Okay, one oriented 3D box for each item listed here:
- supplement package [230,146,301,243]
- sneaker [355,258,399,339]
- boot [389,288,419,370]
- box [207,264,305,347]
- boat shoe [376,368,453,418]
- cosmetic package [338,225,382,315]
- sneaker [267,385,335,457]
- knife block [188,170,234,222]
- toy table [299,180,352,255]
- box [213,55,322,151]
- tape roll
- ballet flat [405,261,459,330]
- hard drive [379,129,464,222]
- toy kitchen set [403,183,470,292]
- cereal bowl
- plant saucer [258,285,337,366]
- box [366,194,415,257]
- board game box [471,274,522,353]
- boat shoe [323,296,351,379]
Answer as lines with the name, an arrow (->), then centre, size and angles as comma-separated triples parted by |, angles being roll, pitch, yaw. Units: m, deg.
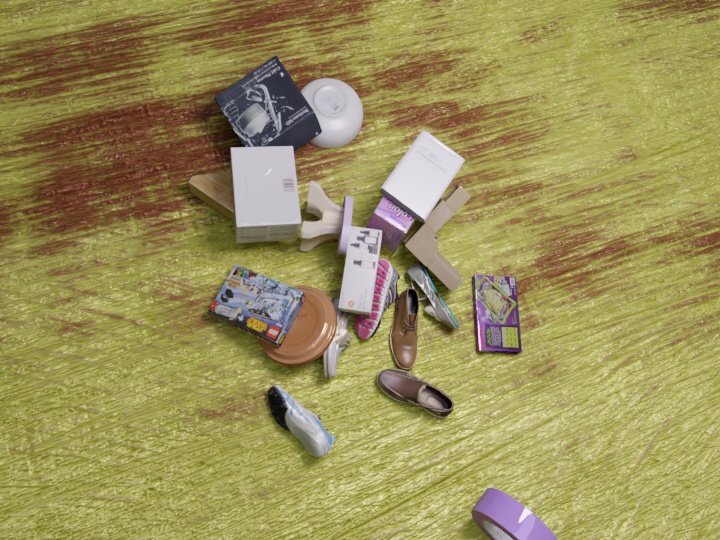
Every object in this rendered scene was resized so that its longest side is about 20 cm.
supplement package -> -0.231, -0.182, 1.512 | 0.152, 0.111, 0.204 | -4, 73, -14
sneaker -> 0.051, 0.078, 1.563 | 0.073, 0.087, 0.204 | 14, 86, 39
boot -> 0.115, 0.142, 1.555 | 0.072, 0.076, 0.204 | 5, 72, -10
box -> -0.247, 0.082, 1.492 | 0.197, 0.040, 0.139 | 21, 68, 19
boat shoe -> 0.136, 0.288, 1.509 | 0.199, 0.075, 0.076 | 23, 69, -2
cosmetic package -> 0.000, 0.000, 1.512 | 0.081, 0.051, 0.205 | 7, 79, 4
sneaker -> -0.140, 0.344, 1.451 | 0.200, 0.072, 0.072 | 45, 36, 13
knife block -> -0.321, -0.159, 1.579 | 0.196, 0.064, 0.179 | -10, 73, -14
toy table -> -0.084, -0.124, 1.559 | 0.114, 0.201, 0.188 | 9, 109, -4
box -> -0.236, -0.399, 1.610 | 0.198, 0.124, 0.198 | -34, 76, -2
tape roll -> 0.342, 0.577, 1.384 | 0.200, 0.200, 0.066 | 43, 70, 6
ballet flat -> 0.181, 0.075, 1.605 | 0.063, 0.067, 0.202 | -31, 78, 9
hard drive -> 0.152, -0.231, 1.523 | 0.131, 0.027, 0.201 | 35, 69, 1
toy kitchen set -> 0.237, -0.094, 1.627 | 0.180, 0.163, 0.200 | 43, 100, -6
cereal bowl -> -0.085, -0.442, 1.709 | 0.195, 0.083, 0.204 | 3, 70, -9
plant saucer -> -0.153, 0.127, 1.492 | 0.196, 0.032, 0.204 | -5, 61, 10
box -> 0.103, -0.165, 1.600 | 0.096, 0.176, 0.202 | 30, 69, 1
board game box -> 0.355, 0.113, 1.634 | 0.117, 0.032, 0.204 | 5, 70, -13
boat shoe -> -0.055, 0.163, 1.516 | 0.067, 0.075, 0.204 | 4, 70, -3
